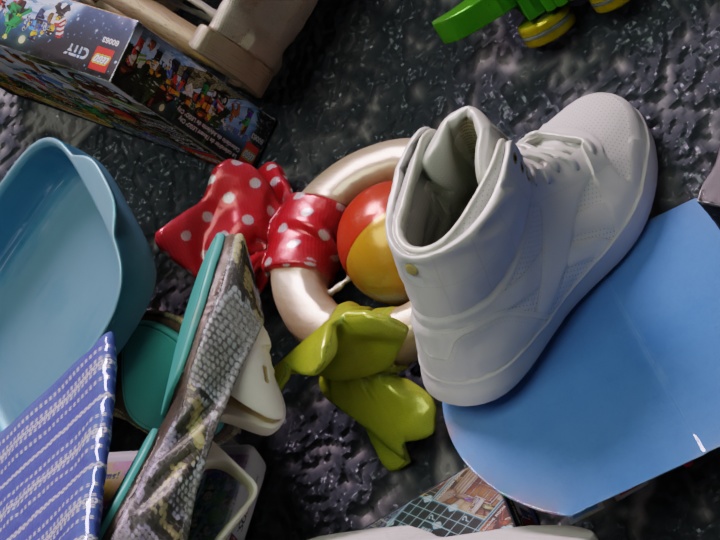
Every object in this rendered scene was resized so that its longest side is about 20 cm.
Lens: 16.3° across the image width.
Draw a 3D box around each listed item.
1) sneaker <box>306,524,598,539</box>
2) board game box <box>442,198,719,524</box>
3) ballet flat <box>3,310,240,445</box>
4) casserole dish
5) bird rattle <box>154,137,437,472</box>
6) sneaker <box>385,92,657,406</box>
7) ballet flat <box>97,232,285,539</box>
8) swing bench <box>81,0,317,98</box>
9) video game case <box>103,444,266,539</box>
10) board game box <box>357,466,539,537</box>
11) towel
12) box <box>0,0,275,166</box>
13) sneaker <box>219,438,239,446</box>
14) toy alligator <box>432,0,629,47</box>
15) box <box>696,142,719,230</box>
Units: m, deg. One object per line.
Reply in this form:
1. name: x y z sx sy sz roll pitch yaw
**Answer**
1. sneaker: 0.024 0.167 1.185 0.200 0.075 0.089 -3 95 39
2. board game box: 0.138 0.048 1.198 0.200 0.039 0.158 -25 40 1
3. ballet flat: -0.111 0.051 1.346 0.200 0.071 0.071 6 75 47
4. casserole dish: -0.169 0.020 1.333 0.200 0.039 0.121 -52 54 33
5. bird rattle: 0.000 0.000 1.311 0.163 0.113 0.200 -34 43 3
6. sneaker: 0.080 -0.044 1.200 0.074 0.116 0.200 10 48 30
7. ballet flat: -0.075 0.079 1.214 0.072 0.072 0.200 4 61 34
8. swing bench: -0.072 -0.220 1.405 0.200 0.130 0.199 31 89 32
9. video game case: -0.158 0.168 1.244 0.200 0.024 0.182 -6 47 26
10. board game box: 0.011 0.198 1.240 0.200 0.035 0.136 -32 57 19
11. towel: -0.169 0.138 1.199 0.145 0.024 0.200 -40 33 34
12. box: -0.163 -0.118 1.413 0.200 0.137 0.038 20 81 37
13. sneaker: -0.131 0.167 1.325 0.200 0.070 0.080 -57 32 -7
14. toy alligator: 0.127 -0.173 1.302 0.200 0.059 0.054 -27 19 22
15. box: 0.281 -0.092 1.162 0.200 0.050 0.199 13 75 35
